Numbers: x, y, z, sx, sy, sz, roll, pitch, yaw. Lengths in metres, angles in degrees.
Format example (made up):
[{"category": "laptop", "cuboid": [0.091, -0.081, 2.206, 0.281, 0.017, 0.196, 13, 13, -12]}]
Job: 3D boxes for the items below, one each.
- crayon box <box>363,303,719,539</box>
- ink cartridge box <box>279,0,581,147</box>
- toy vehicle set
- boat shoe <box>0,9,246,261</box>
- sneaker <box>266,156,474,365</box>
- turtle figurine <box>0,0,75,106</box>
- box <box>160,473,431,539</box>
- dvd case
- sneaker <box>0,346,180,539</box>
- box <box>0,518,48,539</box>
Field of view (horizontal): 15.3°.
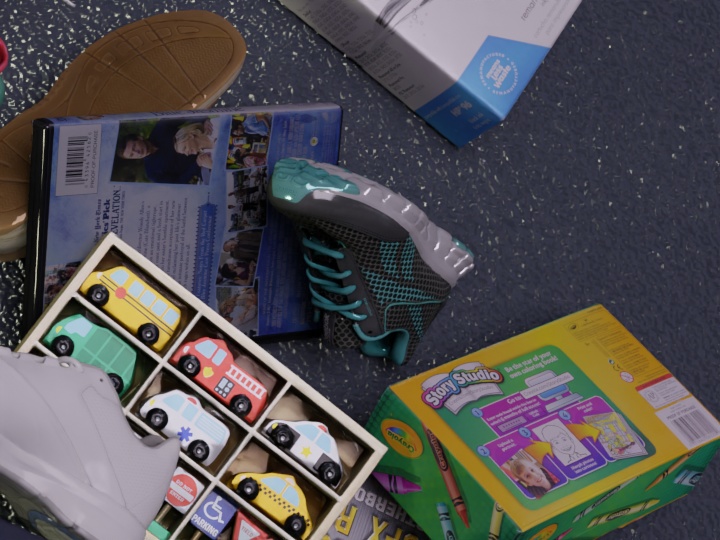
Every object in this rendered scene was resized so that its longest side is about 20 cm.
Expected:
[{"category": "crayon box", "cuboid": [0.108, 0.100, 1.568, 0.200, 0.058, 0.119, -19, 56, -43]}, {"category": "ink cartridge box", "cuboid": [0.027, -0.187, 1.651, 0.200, 0.068, 0.116, 38, 65, -11]}, {"category": "toy vehicle set", "cuboid": [-0.100, 0.088, 1.482, 0.200, 0.027, 0.124, 38, 80, -10]}, {"category": "boat shoe", "cuboid": [-0.151, -0.077, 1.546, 0.200, 0.069, 0.074, -36, 70, -21]}, {"category": "sneaker", "cuboid": [0.000, 0.000, 1.550, 0.200, 0.077, 0.092, 35, 77, -56]}, {"category": "turtle figurine", "cuboid": [-0.268, -0.125, 1.487, 0.199, 0.101, 0.150, 15, 53, -3]}, {"category": "box", "cuboid": [-0.038, 0.164, 1.548, 0.199, 0.048, 0.159, 27, 68, -16]}, {"category": "dvd case", "cuboid": [-0.101, -0.021, 1.530, 0.199, 0.018, 0.143, -6, 109, -35]}, {"category": "sneaker", "cuboid": [-0.181, 0.075, 1.413, 0.200, 0.074, 0.087, 41, 67, -26]}, {"category": "box", "cuboid": [-0.259, 0.173, 1.269, 0.199, 0.104, 0.148, 25, 52, -17]}]
